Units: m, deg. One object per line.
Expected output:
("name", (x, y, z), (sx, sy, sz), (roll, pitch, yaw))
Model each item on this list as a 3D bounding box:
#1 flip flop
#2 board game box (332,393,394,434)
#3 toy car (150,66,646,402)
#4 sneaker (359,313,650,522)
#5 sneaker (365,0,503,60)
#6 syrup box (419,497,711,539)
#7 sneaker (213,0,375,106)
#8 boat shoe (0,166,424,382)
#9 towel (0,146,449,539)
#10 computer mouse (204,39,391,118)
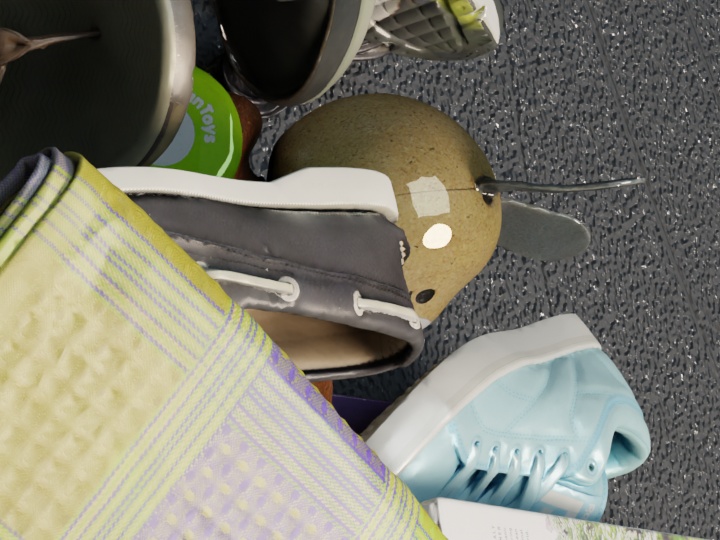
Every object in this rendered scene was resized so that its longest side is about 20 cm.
("flip flop", (-0.137, -0.064, 0.695), (0.057, 0.198, 0.082), (-17, 108, -59))
("board game box", (0.025, 0.143, 0.928), (0.199, 0.056, 0.167), (11, 69, -49))
("toy car", (0.000, 0.000, 0.795), (0.198, 0.164, 0.159), (-9, 80, -11))
("sneaker", (0.063, 0.074, 0.881), (0.082, 0.074, 0.199), (48, 34, 15))
("sneaker", (0.007, -0.174, 0.940), (0.200, 0.074, 0.085), (49, 51, -34))
("syrup box", (0.064, 0.145, 0.864), (0.199, 0.081, 0.079), (14, 62, -47))
("sneaker", (-0.048, -0.130, 0.831), (0.106, 0.074, 0.201), (-44, 151, -39))
("boat shoe", (-0.057, 0.011, 0.630), (0.199, 0.074, 0.061), (-4, 70, -49))
("towel", (-0.065, 0.076, 0.589), (0.144, 0.023, 0.200), (-53, 124, -12))
("computer mouse", (-0.056, -0.173, 0.964), (0.138, 0.052, 0.202), (-34, 111, -45))
